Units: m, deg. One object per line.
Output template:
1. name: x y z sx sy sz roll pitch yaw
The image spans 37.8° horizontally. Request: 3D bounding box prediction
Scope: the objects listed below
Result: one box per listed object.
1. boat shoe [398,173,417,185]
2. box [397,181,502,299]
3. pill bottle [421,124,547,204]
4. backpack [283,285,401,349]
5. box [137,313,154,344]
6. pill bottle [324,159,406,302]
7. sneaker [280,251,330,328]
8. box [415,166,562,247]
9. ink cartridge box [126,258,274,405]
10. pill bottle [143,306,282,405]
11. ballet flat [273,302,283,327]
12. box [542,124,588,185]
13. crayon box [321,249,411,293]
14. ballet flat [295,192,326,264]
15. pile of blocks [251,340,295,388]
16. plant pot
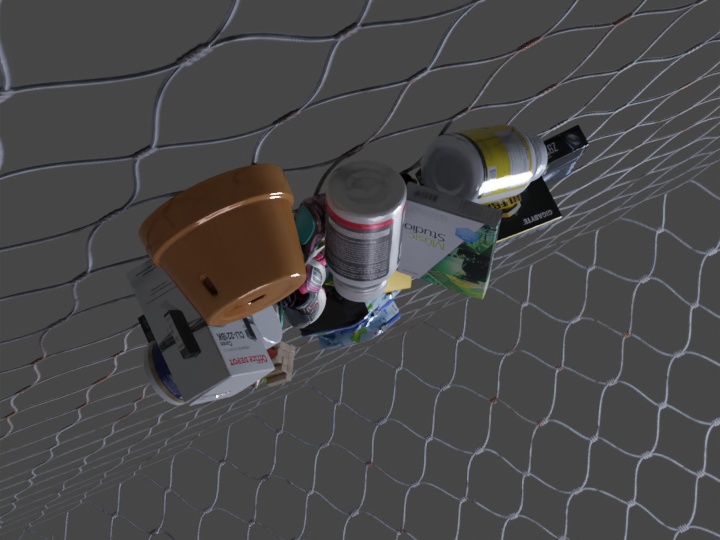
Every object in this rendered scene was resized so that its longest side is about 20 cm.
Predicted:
1. boat shoe: 0.062 -0.114 1.610 0.071 0.070 0.200 -70 166 9
2. box: 0.128 -0.041 1.560 0.200 0.144 0.036 89 23 -59
3. pill bottle: 0.192 -0.159 1.577 0.200 0.112 0.112 -16 166 -45
4. backpack: -0.012 0.053 1.960 0.183 0.147 0.200 -17 -165 41
5. box: -0.244 0.053 1.693 0.200 0.060 0.117 -31 169 26
6. pill bottle: 0.004 -0.048 1.475 0.110 0.111 0.200 -22 144 -20
7. sneaker: -0.102 0.039 1.705 0.200 0.080 0.075 102 15 -58
8. box: 0.204 -0.119 1.672 0.199 0.160 0.049 -19 167 -30
9. ink cartridge box: -0.219 0.075 1.464 0.084 0.201 0.144 -29 170 17
10. pill bottle: -0.222 0.116 1.602 0.199 0.111 0.111 -29 170 20
11. ballet flat: -0.163 0.070 1.790 0.064 0.076 0.200 -4 180 -3
12. box: 0.329 -0.190 1.955 0.160 0.044 0.200 -26 170 -3
13. crayon box: 0.000 0.000 1.754 0.199 0.051 0.127 11 -171 29
14. ballet flat: -0.076 -0.055 1.568 0.071 0.069 0.200 -24 166 -30
15. pile of blocks: -0.187 0.135 1.682 0.062 0.082 0.200 30 167 -39
16. plant pot: -0.156 -0.023 1.311 0.199 0.141 0.200 -26 171 -5
